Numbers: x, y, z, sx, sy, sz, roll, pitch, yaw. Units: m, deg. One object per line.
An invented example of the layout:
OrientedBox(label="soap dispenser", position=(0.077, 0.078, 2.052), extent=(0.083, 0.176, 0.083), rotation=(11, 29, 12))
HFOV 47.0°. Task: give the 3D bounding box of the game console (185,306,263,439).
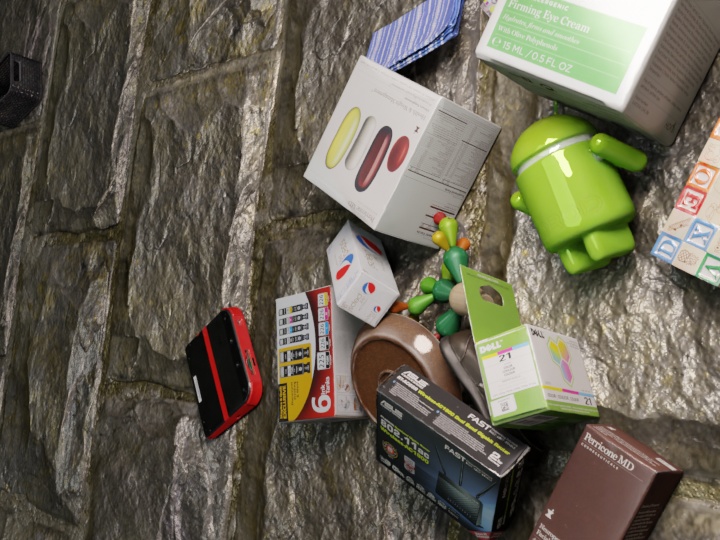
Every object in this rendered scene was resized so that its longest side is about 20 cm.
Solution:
OrientedBox(label="game console", position=(-0.255, 0.185, 1.529), extent=(0.177, 0.031, 0.201), rotation=(-43, 54, 36))

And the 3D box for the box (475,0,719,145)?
OrientedBox(label="box", position=(0.283, -0.271, 0.953), extent=(0.199, 0.200, 0.172), rotation=(31, 103, 32))

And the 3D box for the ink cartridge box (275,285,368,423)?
OrientedBox(label="ink cartridge box", position=(-0.076, 0.141, 1.319), extent=(0.175, 0.084, 0.201), rotation=(-16, 71, 42))

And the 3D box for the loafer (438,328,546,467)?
OrientedBox(label="loafer", position=(0.179, 0.156, 1.052), extent=(0.071, 0.073, 0.200), rotation=(-36, 80, 10))

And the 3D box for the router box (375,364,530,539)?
OrientedBox(label="router box", position=(0.110, 0.233, 1.051), extent=(0.200, 0.062, 0.150), rotation=(31, 140, 31))

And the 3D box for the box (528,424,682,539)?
OrientedBox(label="box", position=(0.273, 0.289, 0.956), extent=(0.100, 0.075, 0.201), rotation=(33, 103, 43))

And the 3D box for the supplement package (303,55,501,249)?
OrientedBox(label="supplement package", position=(0.057, -0.172, 1.209), extent=(0.191, 0.147, 0.201), rotation=(38, 107, 42))

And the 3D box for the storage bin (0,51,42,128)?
OrientedBox(label="storage bin", position=(-0.990, -0.509, 2.344), extent=(0.200, 0.094, 0.136), rotation=(-25, 65, 39))

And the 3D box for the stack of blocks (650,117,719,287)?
OrientedBox(label="stack of blocks", position=(0.419, -0.080, 0.896), extent=(0.115, 0.058, 0.201), rotation=(35, 106, 42))

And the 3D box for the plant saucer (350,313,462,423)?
OrientedBox(label="plant saucer", position=(0.053, 0.160, 1.167), extent=(0.200, 0.034, 0.201), rotation=(20, 120, 39))

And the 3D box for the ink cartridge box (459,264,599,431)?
OrientedBox(label="ink cartridge box", position=(0.203, 0.086, 1.008), extent=(0.076, 0.148, 0.201), rotation=(-24, 65, 32))

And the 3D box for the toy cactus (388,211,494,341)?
OrientedBox(label="toy cactus", position=(0.118, 0.026, 1.127), extent=(0.165, 0.102, 0.201), rotation=(24, 100, 64))

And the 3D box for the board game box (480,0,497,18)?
OrientedBox(label="board game box", position=(0.257, -0.351, 1.136), extent=(0.120, 0.032, 0.200), rotation=(-46, 53, 23))

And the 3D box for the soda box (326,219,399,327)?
OrientedBox(label="soda box", position=(0.000, 0.000, 1.220), extent=(0.064, 0.068, 0.200), rotation=(-53, 20, 17))

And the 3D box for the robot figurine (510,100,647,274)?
OrientedBox(label="robot figurine", position=(0.256, -0.100, 1.006), extent=(0.175, 0.115, 0.201), rotation=(-41, 67, 56))

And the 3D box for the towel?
OrientedBox(label="towel", position=(0.078, -0.368, 1.277), extent=(0.199, 0.024, 0.145), rotation=(-21, 41, 39))
